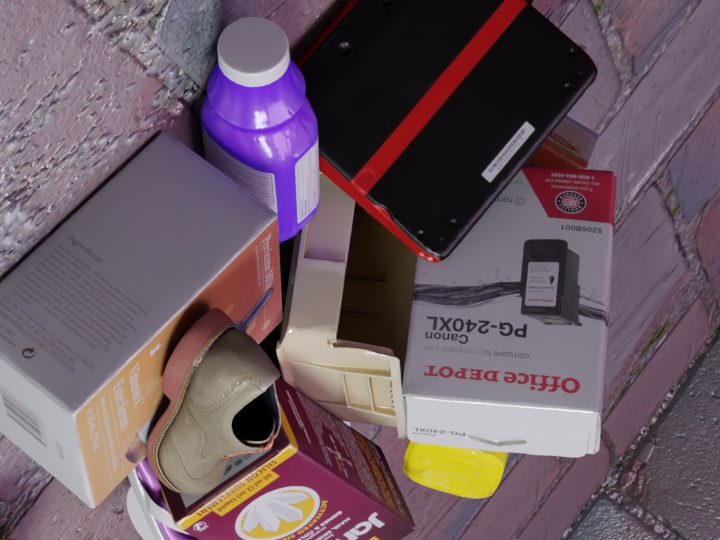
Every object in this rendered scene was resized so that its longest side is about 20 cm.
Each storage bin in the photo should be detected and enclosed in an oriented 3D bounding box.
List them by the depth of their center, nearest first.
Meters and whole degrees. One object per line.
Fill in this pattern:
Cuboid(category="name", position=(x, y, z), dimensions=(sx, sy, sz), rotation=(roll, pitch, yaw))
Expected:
Cuboid(category="storage bin", position=(0.000, 0.000, 1.626), dimensions=(0.199, 0.094, 0.200), rotation=(84, 13, -67))

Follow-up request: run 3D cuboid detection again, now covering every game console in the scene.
Cuboid(category="game console", position=(0.052, -0.133, 1.547), dimensions=(0.200, 0.177, 0.031), rotation=(-50, -173, -10))

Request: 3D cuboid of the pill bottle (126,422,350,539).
Cuboid(category="pill bottle", position=(-0.105, 0.161, 1.793), dimensions=(0.200, 0.104, 0.104), rotation=(-36, 155, -43))

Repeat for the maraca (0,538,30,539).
Cuboid(category="maraca", position=(-0.280, 0.253, 1.529), dimensions=(0.137, 0.107, 0.200), rotation=(-61, 162, -2))

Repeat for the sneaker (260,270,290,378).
Cuboid(category="sneaker", position=(-0.064, 0.083, 1.744), dimensions=(0.200, 0.075, 0.076), rotation=(-63, 153, -27))

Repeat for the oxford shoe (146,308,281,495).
Cuboid(category="oxford shoe", position=(-0.096, 0.109, 1.432), dimensions=(0.070, 0.075, 0.200), rotation=(-46, 163, -28))

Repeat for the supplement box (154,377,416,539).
Cuboid(category="supplement box", position=(-0.059, 0.163, 1.610), dimensions=(0.110, 0.086, 0.200), rotation=(-35, 143, 12))

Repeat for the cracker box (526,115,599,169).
Cuboid(category="cracker box", position=(0.122, -0.109, 1.735), dimensions=(0.058, 0.134, 0.200), rotation=(-60, 177, 15))

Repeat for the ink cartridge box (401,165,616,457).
Cuboid(category="ink cartridge box", position=(0.112, 0.027, 1.566), dimensions=(0.083, 0.145, 0.200), rotation=(84, 12, -64))

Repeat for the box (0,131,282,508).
Cuboid(category="box", position=(-0.157, 0.034, 1.440), dimensions=(0.200, 0.106, 0.152), rotation=(-45, 160, -22))

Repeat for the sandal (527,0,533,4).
Cuboid(category="sandal", position=(0.099, -0.206, 1.718), dimensions=(0.200, 0.048, 0.075), rotation=(-48, 161, -13))

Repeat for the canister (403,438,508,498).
Cuboid(category="canister", position=(0.098, 0.068, 1.690), dimensions=(0.149, 0.086, 0.200), rotation=(98, 8, -70))

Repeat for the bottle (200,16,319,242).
Cuboid(category="bottle", position=(-0.070, -0.098, 1.454), dimensions=(0.065, 0.084, 0.200), rotation=(-45, 159, -22))

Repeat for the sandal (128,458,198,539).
Cuboid(category="sandal", position=(-0.135, 0.175, 1.668), dimensions=(0.082, 0.050, 0.203), rotation=(-43, 119, -19))
